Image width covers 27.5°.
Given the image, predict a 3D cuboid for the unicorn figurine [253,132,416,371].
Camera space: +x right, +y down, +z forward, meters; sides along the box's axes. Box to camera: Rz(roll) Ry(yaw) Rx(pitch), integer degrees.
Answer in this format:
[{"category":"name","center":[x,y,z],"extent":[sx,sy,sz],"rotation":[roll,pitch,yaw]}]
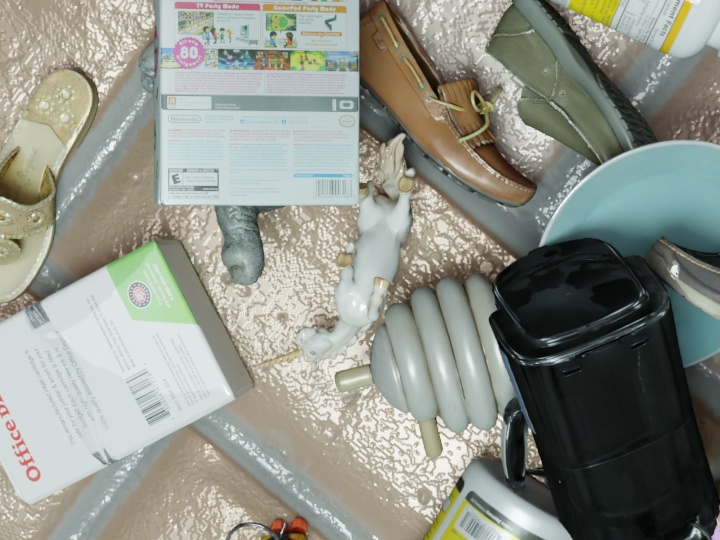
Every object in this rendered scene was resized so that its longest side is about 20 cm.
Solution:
[{"category":"unicorn figurine","center":[0.000,0.000,1.171],"extent":[0.074,0.137,0.200],"rotation":[33,73,9]}]

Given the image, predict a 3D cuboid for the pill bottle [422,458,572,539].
[{"category":"pill bottle","center":[0.087,0.261,1.177],"extent":[0.112,0.112,0.200],"rotation":[31,97,5]}]

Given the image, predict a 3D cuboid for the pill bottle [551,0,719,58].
[{"category":"pill bottle","center":[0.228,-0.232,1.131],"extent":[0.200,0.113,0.113],"rotation":[27,96,6]}]

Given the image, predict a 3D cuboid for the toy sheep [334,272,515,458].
[{"category":"toy sheep","center":[0.078,0.069,1.161],"extent":[0.200,0.138,0.138],"rotation":[-16,91,-3]}]

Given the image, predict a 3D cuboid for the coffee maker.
[{"category":"coffee maker","center":[0.184,0.098,1.037],"extent":[0.135,0.192,0.200],"rotation":[-36,125,-21]}]

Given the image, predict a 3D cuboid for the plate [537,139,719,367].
[{"category":"plate","center":[0.225,-0.011,1.108],"extent":[0.200,0.026,0.200],"rotation":[-4,120,-7]}]

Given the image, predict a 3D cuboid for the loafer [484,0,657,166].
[{"category":"loafer","center":[0.165,-0.129,1.157],"extent":[0.070,0.075,0.200],"rotation":[-41,63,21]}]

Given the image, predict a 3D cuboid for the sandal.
[{"category":"sandal","center":[-0.288,-0.072,1.232],"extent":[0.078,0.070,0.212],"rotation":[25,96,6]}]

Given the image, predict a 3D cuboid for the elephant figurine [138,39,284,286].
[{"category":"elephant figurine","center":[-0.074,-0.114,1.173],"extent":[0.155,0.142,0.200],"rotation":[-40,81,22]}]

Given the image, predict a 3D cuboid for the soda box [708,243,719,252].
[{"category":"soda box","center":[0.275,-0.049,1.159],"extent":[0.200,0.064,0.068],"rotation":[-23,90,9]}]

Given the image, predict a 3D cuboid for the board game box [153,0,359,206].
[{"category":"board game box","center":[-0.077,-0.147,1.084],"extent":[0.147,0.064,0.200],"rotation":[0,93,-10]}]

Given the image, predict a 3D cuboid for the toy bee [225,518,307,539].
[{"category":"toy bee","center":[-0.054,0.261,1.213],"extent":[0.131,0.109,0.200],"rotation":[14,120,-1]}]

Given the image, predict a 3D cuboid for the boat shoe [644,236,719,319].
[{"category":"boat shoe","center":[0.295,0.005,1.082],"extent":[0.200,0.074,0.073],"rotation":[18,104,-28]}]

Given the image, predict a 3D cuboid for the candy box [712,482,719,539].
[{"category":"candy box","center":[0.288,0.237,1.177],"extent":[0.200,0.056,0.117],"rotation":[-25,90,9]}]

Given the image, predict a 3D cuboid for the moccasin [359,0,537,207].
[{"category":"moccasin","center":[0.070,-0.133,1.183],"extent":[0.078,0.074,0.201],"rotation":[-45,77,16]}]

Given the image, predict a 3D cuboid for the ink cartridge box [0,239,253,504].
[{"category":"ink cartridge box","center":[-0.213,0.083,1.222],"extent":[0.200,0.084,0.146],"rotation":[-27,89,8]}]
